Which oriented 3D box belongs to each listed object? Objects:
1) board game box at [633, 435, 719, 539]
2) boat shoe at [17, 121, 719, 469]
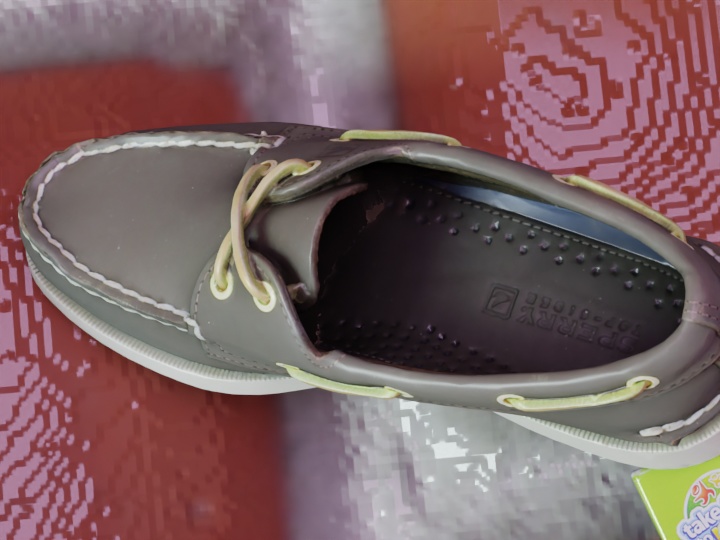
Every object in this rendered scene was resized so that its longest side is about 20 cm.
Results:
[{"bbox_3d":[0.185,0.064,0.717,0.200,0.045,0.135,-29,80,13],"label":"board game box"},{"bbox_3d":[0.001,-0.003,0.733,0.201,0.060,0.072,13,75,21],"label":"boat shoe"}]
